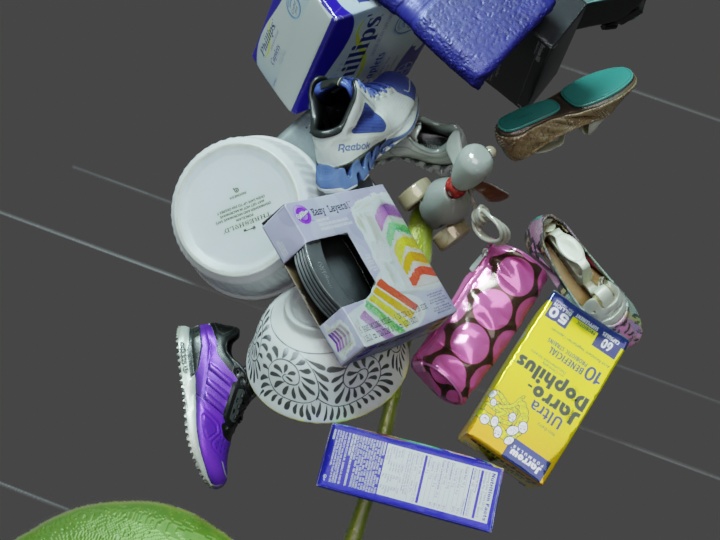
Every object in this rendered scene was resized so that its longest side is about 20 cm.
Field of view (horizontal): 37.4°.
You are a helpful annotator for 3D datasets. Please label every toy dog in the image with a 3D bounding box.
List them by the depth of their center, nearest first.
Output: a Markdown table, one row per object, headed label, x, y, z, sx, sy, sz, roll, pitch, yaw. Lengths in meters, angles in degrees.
| label | x | y | z | sx | sy | sz | roll | pitch | yaw |
| --- | --- | --- | --- | --- | --- | --- | --- | --- | --- |
| toy dog | 0.130 | -0.102 | 1.305 | 0.096 | 0.199 | 0.133 | -37 | 104 | -25 |

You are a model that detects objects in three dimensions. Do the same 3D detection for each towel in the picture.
| label | x | y | z | sx | sy | sz | roll | pitch | yaw |
| --- | --- | --- | --- | --- | --- | --- | --- | --- | --- |
| towel | 0.105 | -0.316 | 1.200 | 0.200 | 0.050 | 0.148 | 44 | 80 | 6 |

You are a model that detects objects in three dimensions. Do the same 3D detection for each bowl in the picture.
| label | x | y | z | sx | sy | sz | roll | pitch | yaw |
| --- | --- | --- | --- | --- | --- | --- | --- | --- | --- |
| bowl | -0.041 | 0.072 | 1.246 | 0.197 | 0.095 | 0.202 | -2 | 44 | 2 |

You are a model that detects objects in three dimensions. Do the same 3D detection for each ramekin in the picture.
| label | x | y | z | sx | sy | sz | roll | pitch | yaw |
| --- | --- | --- | --- | --- | --- | --- | --- | --- | --- |
| ramekin | -0.137 | -0.069 | 1.283 | 0.199 | 0.094 | 0.206 | -1 | 85 | 10 |

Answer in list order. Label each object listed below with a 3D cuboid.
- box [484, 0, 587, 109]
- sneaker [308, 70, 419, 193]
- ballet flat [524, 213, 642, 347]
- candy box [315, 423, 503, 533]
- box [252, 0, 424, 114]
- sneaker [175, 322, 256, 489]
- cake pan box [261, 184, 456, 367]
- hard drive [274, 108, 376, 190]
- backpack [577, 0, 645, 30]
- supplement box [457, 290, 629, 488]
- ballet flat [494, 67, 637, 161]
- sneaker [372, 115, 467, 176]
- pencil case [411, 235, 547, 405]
| label | x | y | z | sx | sy | sz | roll | pitch | yaw |
| --- | --- | --- | --- | --- | --- | --- | --- | --- | --- |
| box | 0.189 | -0.302 | 1.329 | 0.141 | 0.200 | 0.079 | 42 | 80 | 8 |
| sneaker | 0.000 | -0.195 | 1.266 | 0.080 | 0.116 | 0.200 | 11 | 46 | 30 |
| ballet flat | 0.279 | 0.012 | 1.322 | 0.069 | 0.071 | 0.201 | -36 | 80 | -9 |
| candy box | 0.056 | 0.234 | 1.218 | 0.197 | 0.169 | 0.078 | 15 | 81 | 3 |
| box | -0.008 | -0.307 | 1.302 | 0.198 | 0.184 | 0.106 | -24 | 72 | -31 |
| sneaker | -0.164 | 0.158 | 1.286 | 0.098 | 0.070 | 0.203 | -9 | 77 | -5 |
| cake pan box | 0.000 | 0.000 | 1.204 | 0.052 | 0.199 | 0.186 | -41 | 74 | 36 |
| hard drive | -0.091 | -0.087 | 1.341 | 0.199 | 0.033 | 0.140 | -40 | 80 | 5 |
| backpack | 0.282 | -0.429 | 1.389 | 0.173 | 0.154 | 0.203 | -12 | 70 | 2 |
| supplement box | 0.216 | 0.145 | 1.271 | 0.108 | 0.110 | 0.201 | 32 | 79 | 7 |
| ballet flat | 0.267 | -0.199 | 1.379 | 0.197 | 0.066 | 0.071 | -22 | 40 | -1 |
| sneaker | 0.042 | -0.171 | 1.360 | 0.197 | 0.081 | 0.076 | 4 | 78 | 3 |
| pencil case | 0.141 | 0.061 | 1.303 | 0.094 | 0.090 | 0.201 | 41 | 75 | -30 |
